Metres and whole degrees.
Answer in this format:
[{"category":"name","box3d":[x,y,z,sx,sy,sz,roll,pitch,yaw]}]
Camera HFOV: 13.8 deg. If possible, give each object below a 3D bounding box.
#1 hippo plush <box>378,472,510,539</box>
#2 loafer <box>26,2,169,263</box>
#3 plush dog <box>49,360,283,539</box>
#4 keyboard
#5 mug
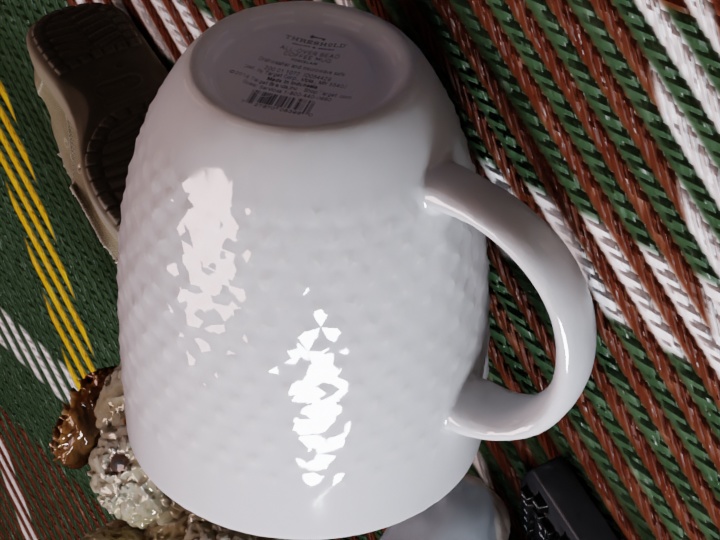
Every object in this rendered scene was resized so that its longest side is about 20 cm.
[{"category":"hippo plush","box3d":[0.055,0.186,1.248,0.161,0.160,0.200,35,-176,3]},{"category":"loafer","box3d":[-0.110,-0.056,1.486,0.068,0.075,0.200,82,166,-45]},{"category":"plush dog","box3d":[-0.088,0.120,1.589,0.200,0.160,0.172,-12,87,44]},{"category":"keyboard","box3d":[0.108,0.162,1.173,0.200,0.040,0.104,56,161,27]},{"category":"mug","box3d":[0.000,0.000,1.149,0.200,0.148,0.176,21,132,24]}]
